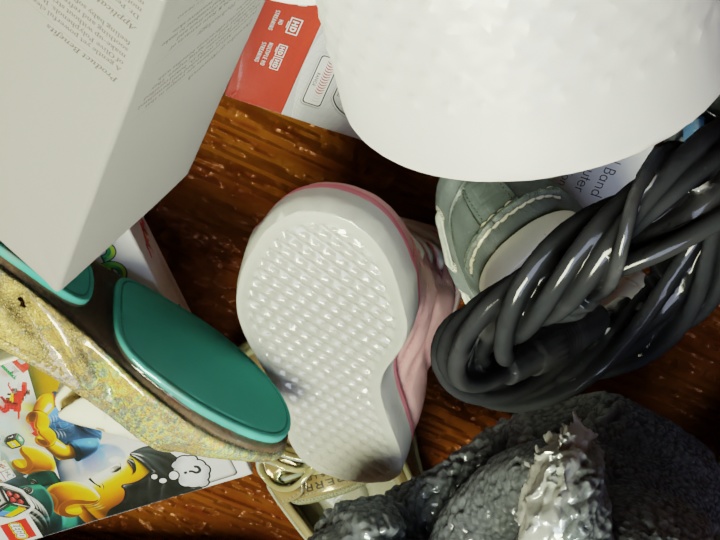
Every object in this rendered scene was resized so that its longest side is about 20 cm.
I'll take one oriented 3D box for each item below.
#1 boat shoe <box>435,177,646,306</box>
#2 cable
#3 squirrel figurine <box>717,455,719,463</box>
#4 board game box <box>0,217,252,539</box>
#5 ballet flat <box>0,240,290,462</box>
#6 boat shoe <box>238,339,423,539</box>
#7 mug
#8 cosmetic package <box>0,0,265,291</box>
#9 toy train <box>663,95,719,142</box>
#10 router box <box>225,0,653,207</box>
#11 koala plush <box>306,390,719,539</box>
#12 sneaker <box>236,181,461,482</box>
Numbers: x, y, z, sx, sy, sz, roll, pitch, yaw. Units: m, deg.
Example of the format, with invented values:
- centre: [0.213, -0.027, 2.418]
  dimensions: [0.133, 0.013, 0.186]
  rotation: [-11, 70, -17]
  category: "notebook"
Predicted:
- centre: [0.077, 0.000, 0.950]
  dimensions: [0.073, 0.062, 0.200]
  rotation: [-39, 158, 1]
  category: "boat shoe"
- centre: [0.097, -0.003, 0.823]
  dimensions: [0.163, 0.051, 0.200]
  rotation: [-27, 165, 5]
  category: "cable"
- centre: [0.153, 0.146, 1.051]
  dimensions: [0.199, 0.142, 0.187]
  rotation: [15, 121, -16]
  category: "squirrel figurine"
- centre: [-0.139, 0.030, 0.956]
  dimensions: [0.126, 0.035, 0.201]
  rotation: [-18, 129, 7]
  category: "board game box"
- centre: [-0.118, 0.026, 0.891]
  dimensions: [0.200, 0.071, 0.071]
  rotation: [37, 119, -25]
  category: "ballet flat"
- centre: [-0.003, 0.111, 1.060]
  dimensions: [0.073, 0.063, 0.201]
  rotation: [-16, 127, 11]
  category: "boat shoe"
- centre: [0.024, -0.144, 0.750]
  dimensions: [0.199, 0.148, 0.176]
  rotation: [1, 128, 19]
  category: "mug"
- centre: [-0.100, -0.093, 0.764]
  dimensions: [0.108, 0.085, 0.200]
  rotation: [43, 149, 5]
  category: "cosmetic package"
- centre: [0.215, -0.031, 0.941]
  dimensions: [0.199, 0.087, 0.114]
  rotation: [22, 131, -18]
  category: "toy train"
- centre: [0.062, -0.133, 0.876]
  dimensions: [0.179, 0.049, 0.201]
  rotation: [16, 126, -14]
  category: "router box"
- centre: [0.095, 0.130, 0.888]
  dimensions: [0.183, 0.200, 0.178]
  rotation: [-37, 90, -9]
  category: "koala plush"
- centre: [0.000, 0.000, 0.939]
  dimensions: [0.075, 0.105, 0.201]
  rotation: [12, 148, 12]
  category: "sneaker"
